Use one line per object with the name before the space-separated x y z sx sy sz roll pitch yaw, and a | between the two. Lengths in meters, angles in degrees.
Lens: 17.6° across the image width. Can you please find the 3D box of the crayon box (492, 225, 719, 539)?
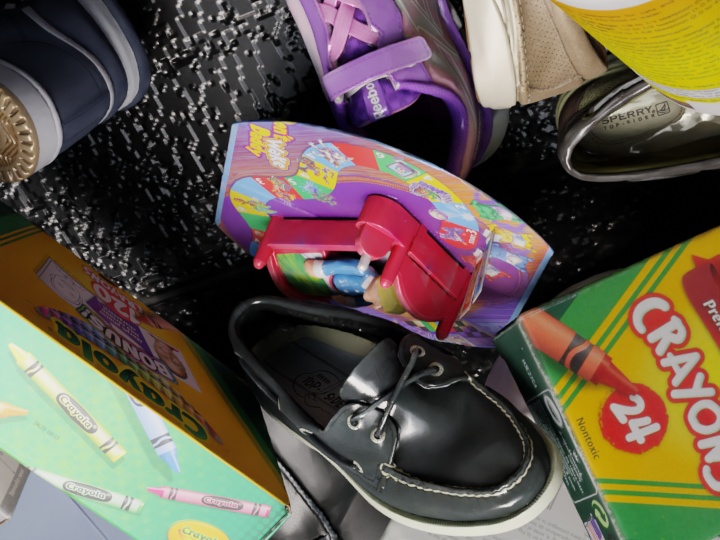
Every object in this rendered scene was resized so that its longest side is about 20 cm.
crayon box | 0.178 0.043 1.062 0.199 0.051 0.127 -24 83 -15

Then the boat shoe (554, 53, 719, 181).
boat shoe | 0.183 -0.081 1.059 0.199 0.065 0.073 -20 117 21

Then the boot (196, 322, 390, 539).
boot | -0.063 0.123 1.209 0.198 0.073 0.163 -32 111 4

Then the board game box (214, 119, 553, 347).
board game box | 0.000 0.000 1.101 0.157 0.039 0.200 23 157 1

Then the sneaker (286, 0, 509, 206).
sneaker | 0.004 -0.111 1.058 0.080 0.089 0.200 -19 117 23

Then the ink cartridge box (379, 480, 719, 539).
ink cartridge box | 0.094 0.175 1.050 0.199 0.174 0.044 25 143 7

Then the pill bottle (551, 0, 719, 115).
pill bottle | 0.124 -0.142 0.947 0.109 0.110 0.200 -22 156 23

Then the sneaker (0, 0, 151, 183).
sneaker | -0.191 -0.113 1.113 0.200 0.108 0.070 29 133 28

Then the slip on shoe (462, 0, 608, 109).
slip on shoe | 0.066 -0.166 1.014 0.060 0.076 0.201 -7 116 9

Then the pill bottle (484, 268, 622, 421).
pill bottle | 0.161 0.104 1.161 0.111 0.111 0.200 -31 114 27

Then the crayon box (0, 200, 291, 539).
crayon box | -0.129 0.049 1.071 0.200 0.119 0.058 38 103 -25

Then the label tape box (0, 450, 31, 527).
label tape box | -0.242 0.027 1.161 0.063 0.144 0.200 -31 114 27

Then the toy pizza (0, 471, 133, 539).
toy pizza | -0.128 0.155 1.290 0.199 0.032 0.201 0 121 0

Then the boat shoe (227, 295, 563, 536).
boat shoe | 0.008 0.057 1.064 0.075 0.199 0.066 -45 131 -11
